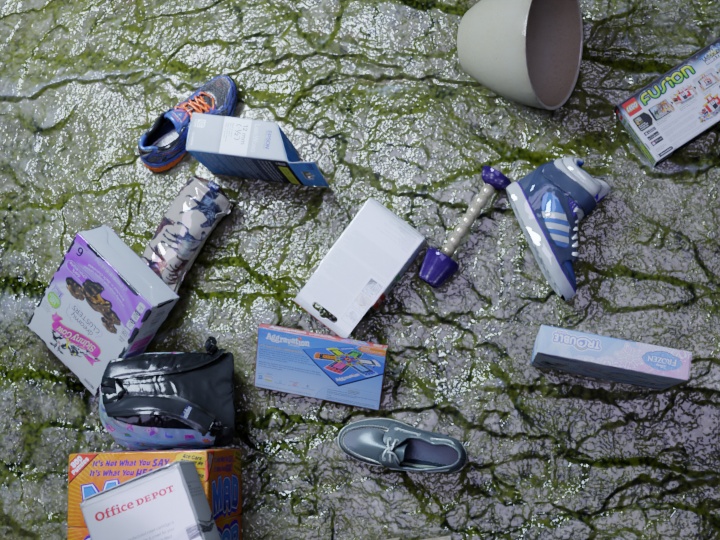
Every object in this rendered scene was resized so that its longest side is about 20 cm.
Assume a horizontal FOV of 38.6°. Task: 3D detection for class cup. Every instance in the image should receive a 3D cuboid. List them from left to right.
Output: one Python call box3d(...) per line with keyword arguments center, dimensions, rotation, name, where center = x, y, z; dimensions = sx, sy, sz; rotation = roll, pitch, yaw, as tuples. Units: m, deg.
box3d(center=(0.232, -0.347, 1.554), dimensions=(0.143, 0.200, 0.201), rotation=(9, 81, 35), name="cup")

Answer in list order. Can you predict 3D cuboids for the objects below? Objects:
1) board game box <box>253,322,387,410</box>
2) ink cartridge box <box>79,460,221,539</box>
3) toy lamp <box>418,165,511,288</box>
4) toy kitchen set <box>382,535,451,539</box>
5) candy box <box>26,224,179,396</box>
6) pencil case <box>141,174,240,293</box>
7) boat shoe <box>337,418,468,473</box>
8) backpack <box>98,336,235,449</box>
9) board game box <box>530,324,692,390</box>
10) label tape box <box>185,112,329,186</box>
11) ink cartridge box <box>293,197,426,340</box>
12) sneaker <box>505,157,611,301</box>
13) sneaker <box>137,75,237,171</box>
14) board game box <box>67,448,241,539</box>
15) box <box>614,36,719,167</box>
box3d(center=(-0.062, 0.146, 1.562), dimensions=(0.199, 0.019, 0.103), rotation=(10, 111, 9), name="board game box")
box3d(center=(-0.259, 0.366, 1.337), dimensions=(0.145, 0.085, 0.201), rotation=(-22, 81, 4), name="ink cartridge box")
box3d(center=(0.156, -0.065, 1.570), dimensions=(0.058, 0.058, 0.201), rotation=(31, 87, 11), name="toy lamp")
box3d(center=(0.039, 0.478, 1.444), dimensions=(0.199, 0.163, 0.181), rotation=(-10, 80, 6), name="toy kitchen set")
box3d(center=(-0.397, 0.063, 1.574), dimensions=(0.168, 0.071, 0.200), rotation=(42, 117, 11), name="candy box")
box3d(center=(-0.278, -0.050, 1.614), dimensions=(0.089, 0.078, 0.201), rotation=(28, 85, 26), name="pencil case")
box3d(center=(0.061, 0.261, 1.527), dimensions=(0.199, 0.062, 0.073), rotation=(9, 82, 9), name="boat shoe")
box3d(center=(-0.290, 0.197, 1.535), dimensions=(0.199, 0.127, 0.168), rotation=(0, 51, -11), name="backpack")
box3d(center=(0.344, 0.124, 1.442), dimensions=(0.199, 0.199, 0.044), rotation=(10, 82, 8), name="board game box")
box3d(center=(-0.151, -0.184, 1.585), dimensions=(0.199, 0.143, 0.067), rotation=(6, 82, 9), name="label tape box")
box3d(center=(0.000, 0.000, 1.585), dimensions=(0.109, 0.050, 0.200), rotation=(37, 88, 11), name="ink cartridge box")
box3d(center=(0.321, -0.073, 1.538), dimensions=(0.146, 0.081, 0.201), rotation=(-25, 79, 2), name="sneaker")
box3d(center=(-0.276, -0.238, 1.644), dimensions=(0.200, 0.078, 0.075), rotation=(-45, 79, -1), name="sneaker")
box3d(center=(-0.291, 0.362, 1.486), dimensions=(0.199, 0.200, 0.201), rotation=(-2, 81, 7), name="board game box")
box3d(center=(0.502, -0.259, 1.567), dimensions=(0.199, 0.035, 0.110), rotation=(-33, 78, 1), name="box")
